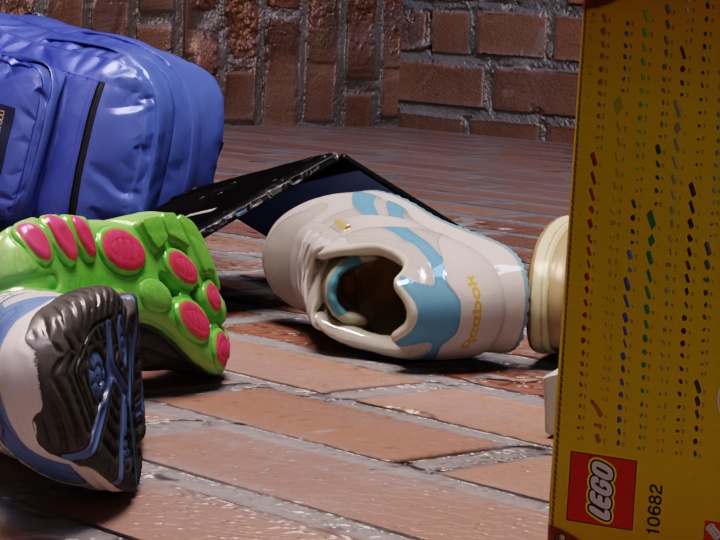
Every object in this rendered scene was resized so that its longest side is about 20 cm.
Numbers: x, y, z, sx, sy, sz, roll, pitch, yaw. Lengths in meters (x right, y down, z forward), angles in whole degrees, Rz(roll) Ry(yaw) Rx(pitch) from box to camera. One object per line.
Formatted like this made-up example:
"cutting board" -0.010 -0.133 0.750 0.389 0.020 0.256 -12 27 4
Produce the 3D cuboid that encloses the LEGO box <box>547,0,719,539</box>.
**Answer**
"LEGO box" 0.124 -0.001 0.697 0.077 0.201 0.149 6 7 26

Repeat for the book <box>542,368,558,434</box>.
"book" 0.173 0.048 1.011 0.133 0.048 0.200 1 7 19

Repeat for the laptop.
"laptop" -0.061 -0.006 1.361 0.200 0.103 0.177 -32 11 -33

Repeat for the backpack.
"backpack" -0.204 -0.081 1.479 0.200 0.163 0.168 17 13 23

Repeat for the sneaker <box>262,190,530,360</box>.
"sneaker" 0.000 0.000 1.177 0.081 0.077 0.200 -3 9 -35

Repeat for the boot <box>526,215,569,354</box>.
"boot" 0.184 0.015 1.183 0.154 0.072 0.200 9 7 26

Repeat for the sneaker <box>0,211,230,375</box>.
"sneaker" -0.124 0.014 0.994 0.084 0.077 0.200 -15 -15 25

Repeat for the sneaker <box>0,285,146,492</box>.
"sneaker" -0.120 0.044 0.808 0.077 0.076 0.200 -4 -3 -4
